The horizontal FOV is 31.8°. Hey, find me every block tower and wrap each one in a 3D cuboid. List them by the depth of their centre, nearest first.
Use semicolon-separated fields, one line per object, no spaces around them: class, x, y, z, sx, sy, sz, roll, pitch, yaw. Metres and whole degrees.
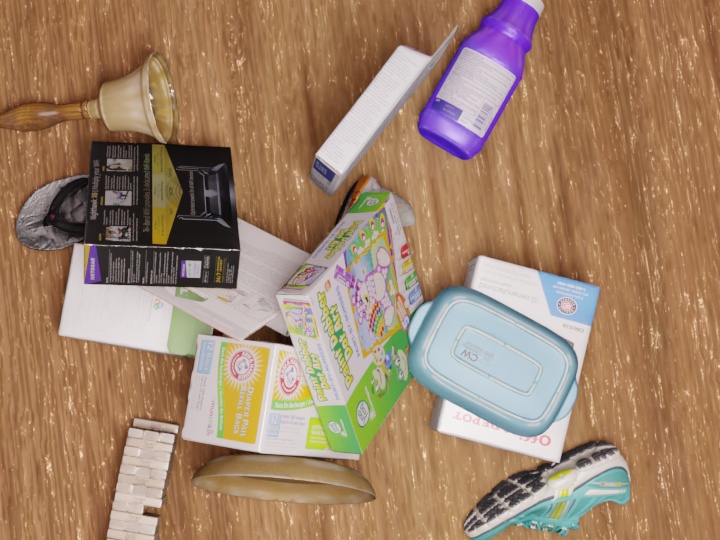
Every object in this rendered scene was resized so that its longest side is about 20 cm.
block tower;-0.246;0.267;1.397;0.053;0.058;0.202;10;84;-3

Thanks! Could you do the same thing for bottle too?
bottle;0.143;-0.230;1.452;0.083;0.065;0.201;29;84;-1

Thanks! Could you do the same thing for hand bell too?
hand bell;-0.316;-0.180;1.425;0.198;0.104;0.105;-7;86;8

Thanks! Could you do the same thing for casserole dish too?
casserole dish;0.144;0.097;1.356;0.199;0.039;0.122;28;85;2

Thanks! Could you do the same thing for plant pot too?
plant pot;-0.080;0.222;1.341;0.197;0.200;0.028;5;73;-2

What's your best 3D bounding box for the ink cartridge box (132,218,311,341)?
ink cartridge box;-0.151;0.010;1.334;0.199;0.176;0.045;26;128;23

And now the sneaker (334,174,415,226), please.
sneaker;0.000;0.000;1.426;0.091;0.076;0.202;25;90;-12

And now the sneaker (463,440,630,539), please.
sneaker;0.212;0.265;1.415;0.198;0.078;0.080;-22;100;-1

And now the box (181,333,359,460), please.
box;-0.084;0.135;1.333;0.100;0.199;0.114;5;84;31

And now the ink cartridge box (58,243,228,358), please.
ink cartridge box;-0.229;0.039;1.414;0.198;0.059;0.105;10;84;-2

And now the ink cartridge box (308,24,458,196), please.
ink cartridge box;0.019;-0.178;1.376;0.043;0.196;0.201;37;84;-1

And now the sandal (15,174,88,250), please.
sandal;-0.297;-0.080;1.426;0.198;0.048;0.076;-19;87;-5

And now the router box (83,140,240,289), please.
router box;-0.210;-0.062;1.334;0.155;0.201;0.053;2;126;-11

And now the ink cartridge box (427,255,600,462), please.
ink cartridge box;0.172;0.100;1.418;0.143;0.084;0.202;15;85;-2

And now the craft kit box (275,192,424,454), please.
craft kit box;0.001;0.052;1.330;0.048;0.198;0.202;3;125;33
